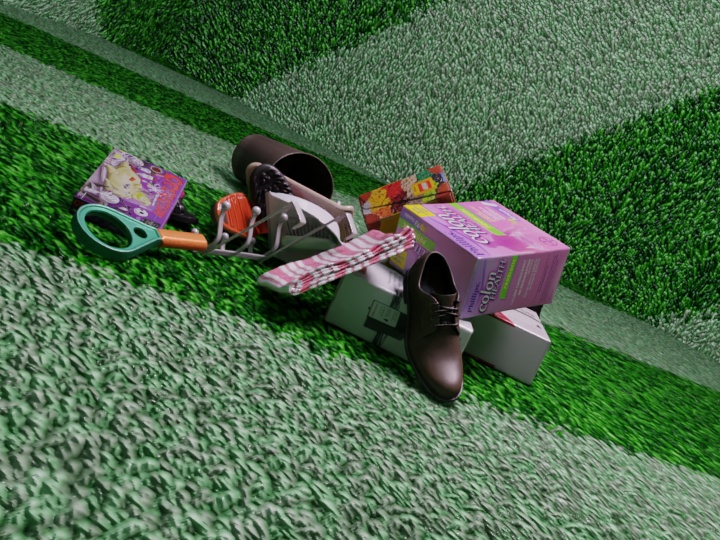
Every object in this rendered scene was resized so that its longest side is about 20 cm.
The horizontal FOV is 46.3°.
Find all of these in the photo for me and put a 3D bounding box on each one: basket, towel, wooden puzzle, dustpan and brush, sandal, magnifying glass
[{"bbox_3d":[-0.181,-0.208,1.788,0.179,0.138,0.199,20,9,-45],"label":"basket"},{"bbox_3d":[-0.037,-0.016,1.145,0.197,0.030,0.146,-22,10,-22],"label":"towel"},{"bbox_3d":[-0.112,-0.096,1.488,0.197,0.047,0.186,24,-22,6],"label":"wooden puzzle"},{"bbox_3d":[-0.053,-0.045,1.304,0.196,0.141,0.058,7,49,3],"label":"dustpan and brush"},{"bbox_3d":[-0.313,-0.124,1.322,0.074,0.046,0.199,15,16,-43],"label":"sandal"},{"bbox_3d":[-0.271,-0.043,1.052,0.199,0.022,0.080,8,41,-55],"label":"magnifying glass"}]

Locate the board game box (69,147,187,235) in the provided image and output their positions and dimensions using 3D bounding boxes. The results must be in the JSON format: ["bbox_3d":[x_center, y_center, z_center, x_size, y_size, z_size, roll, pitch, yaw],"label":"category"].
[{"bbox_3d":[-0.319,-0.107,1.180,0.119,0.033,0.201,28,23,-13],"label":"board game box"}]

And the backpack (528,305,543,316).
[{"bbox_3d":[0.247,0.037,1.649,0.199,0.128,0.166,31,15,37],"label":"backpack"}]

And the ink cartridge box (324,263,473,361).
[{"bbox_3d":[0.055,0.061,1.220,0.197,0.084,0.147,27,12,-1],"label":"ink cartridge box"}]

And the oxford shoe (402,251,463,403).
[{"bbox_3d":[0.097,0.069,1.090,0.071,0.203,0.085,-3,-24,-18],"label":"oxford shoe"}]

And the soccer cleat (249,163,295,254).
[{"bbox_3d":[-0.129,-0.098,1.375,0.201,0.068,0.073,59,-1,-38],"label":"soccer cleat"}]

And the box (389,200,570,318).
[{"bbox_3d":[0.177,-0.024,1.265,0.197,0.098,0.176,-7,32,-36],"label":"box"}]

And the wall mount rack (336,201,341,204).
[{"bbox_3d":[-0.007,-0.069,1.681,0.197,0.075,0.174,26,11,-6],"label":"wall mount rack"}]

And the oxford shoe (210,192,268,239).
[{"bbox_3d":[-0.199,-0.078,1.336,0.071,0.073,0.200,-13,-4,15],"label":"oxford shoe"}]

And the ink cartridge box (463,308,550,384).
[{"bbox_3d":[0.234,0.100,1.444,0.145,0.084,0.200,25,12,0],"label":"ink cartridge box"}]

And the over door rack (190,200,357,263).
[{"bbox_3d":[-0.124,-0.064,1.190,0.197,0.068,0.147,-14,-10,31],"label":"over door rack"}]

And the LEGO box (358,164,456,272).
[{"bbox_3d":[0.098,-0.053,1.400,0.078,0.147,0.202,-105,174,-49],"label":"LEGO box"}]

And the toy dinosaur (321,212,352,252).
[{"bbox_3d":[0.000,0.000,1.396,0.201,0.085,0.136,53,2,41],"label":"toy dinosaur"}]
